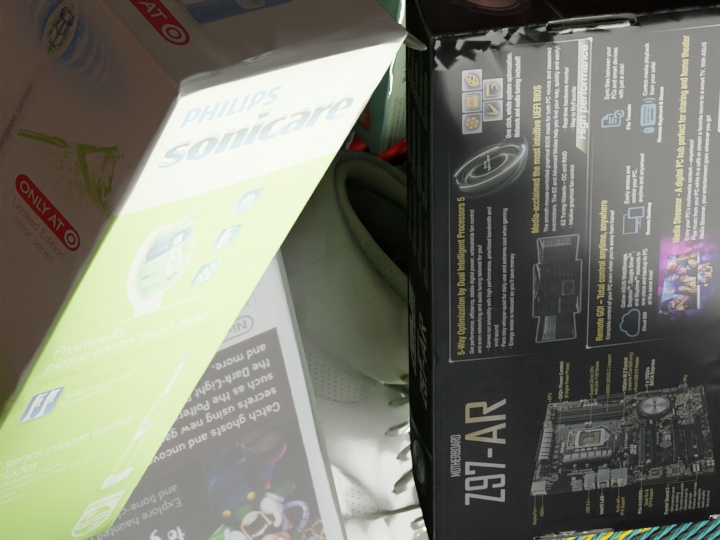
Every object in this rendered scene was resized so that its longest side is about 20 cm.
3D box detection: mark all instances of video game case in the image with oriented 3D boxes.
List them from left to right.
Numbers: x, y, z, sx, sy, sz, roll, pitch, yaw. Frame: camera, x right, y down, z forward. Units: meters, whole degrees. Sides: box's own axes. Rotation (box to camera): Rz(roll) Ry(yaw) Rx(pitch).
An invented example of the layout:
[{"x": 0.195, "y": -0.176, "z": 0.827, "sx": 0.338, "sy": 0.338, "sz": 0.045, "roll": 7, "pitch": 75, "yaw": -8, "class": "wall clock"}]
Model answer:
[{"x": -0.109, "y": 0.057, "z": 0.927, "sx": 0.199, "sy": 0.023, "sz": 0.183, "roll": -23, "pitch": 121, "yaw": -18, "class": "video game case"}]

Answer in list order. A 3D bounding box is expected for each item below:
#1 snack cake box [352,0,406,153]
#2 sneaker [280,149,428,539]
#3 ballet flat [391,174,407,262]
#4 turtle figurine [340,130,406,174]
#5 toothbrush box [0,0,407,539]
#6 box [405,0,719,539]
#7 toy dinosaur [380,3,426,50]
[{"x": 0.035, "y": -0.136, "z": 0.917, "sx": 0.115, "sy": 0.067, "sz": 0.200, "roll": -33, "pitch": 159, "yaw": -20, "class": "snack cake box"}, {"x": 0.013, "y": 0.047, "z": 1.009, "sx": 0.115, "sy": 0.200, "sz": 0.074, "roll": -19, "pitch": -149, "yaw": 32, "class": "sneaker"}, {"x": 0.064, "y": -0.045, "z": 0.999, "sx": 0.200, "sy": 0.067, "sz": 0.046, "roll": -49, "pitch": -165, "yaw": 35, "class": "ballet flat"}, {"x": 0.000, "y": 0.000, "z": 1.100, "sx": 0.200, "sy": 0.101, "sz": 0.150, "roll": -38, "pitch": 161, "yaw": 3, "class": "turtle figurine"}, {"x": -0.100, "y": -0.033, "z": 0.763, "sx": 0.086, "sy": 0.146, "sz": 0.200, "roll": -18, "pitch": 150, "yaw": -47, "class": "toothbrush box"}, {"x": 0.095, "y": -0.007, "z": 0.922, "sx": 0.159, "sy": 0.044, "sz": 0.201, "roll": -7, "pitch": 126, "yaw": -6, "class": "box"}, {"x": -0.029, "y": -0.120, "z": 0.823, "sx": 0.105, "sy": 0.201, "sz": 0.181, "roll": -3, "pitch": 180, "yaw": -35, "class": "toy dinosaur"}]
